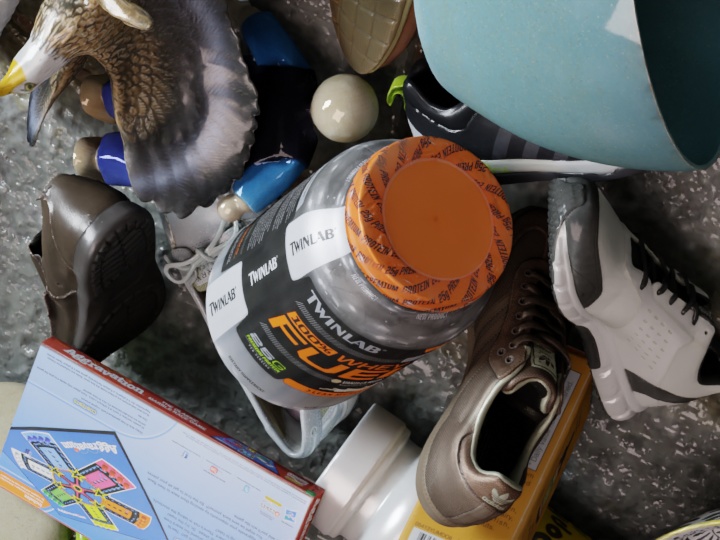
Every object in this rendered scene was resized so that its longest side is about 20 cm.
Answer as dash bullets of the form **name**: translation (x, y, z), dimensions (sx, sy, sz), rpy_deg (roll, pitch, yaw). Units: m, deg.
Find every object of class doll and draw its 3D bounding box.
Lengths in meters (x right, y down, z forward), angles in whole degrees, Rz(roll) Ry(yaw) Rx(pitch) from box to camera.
- **doll**: translation (-0.078, -0.095, 1.634), dimensions (0.199, 0.048, 0.138), rpy_deg (-1, 79, 34)

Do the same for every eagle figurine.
- **eagle figurine**: translation (-0.146, -0.136, 1.560), dimensions (0.150, 0.153, 0.200), rpy_deg (-14, 152, 7)

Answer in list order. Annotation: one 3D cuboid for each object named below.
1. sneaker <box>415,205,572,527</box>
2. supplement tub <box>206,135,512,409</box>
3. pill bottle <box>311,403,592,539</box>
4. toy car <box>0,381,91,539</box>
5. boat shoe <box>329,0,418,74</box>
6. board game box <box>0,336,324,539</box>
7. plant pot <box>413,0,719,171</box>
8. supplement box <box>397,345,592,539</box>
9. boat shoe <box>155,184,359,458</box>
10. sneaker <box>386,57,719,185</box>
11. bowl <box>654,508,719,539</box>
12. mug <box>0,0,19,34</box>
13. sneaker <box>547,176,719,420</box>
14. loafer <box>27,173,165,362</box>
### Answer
- **sneaker**: translation (0.096, 0.053, 1.571), dimensions (0.070, 0.201, 0.075), rpy_deg (29, 157, -26)
- **supplement tub**: translation (0.000, 0.000, 1.585), dimensions (0.123, 0.123, 0.200), rpy_deg (47, 150, -5)
- **pill bottle**: translation (0.064, 0.175, 1.701), dimensions (0.200, 0.113, 0.113), rpy_deg (37, 127, 3)
- **toy car**: translation (-0.230, 0.187, 1.839), dimensions (0.163, 0.159, 0.201), rpy_deg (-2, 142, -1)
- **boat shoe**: translation (0.035, -0.182, 1.535), dimensions (0.072, 0.067, 0.201), rpy_deg (61, 150, 26)
- **board game box**: translation (-0.127, 0.132, 1.699), dimensions (0.199, 0.019, 0.103), rpy_deg (29, 110, 15)
- **plant pot**: translation (0.105, -0.145, 1.436), dimensions (0.134, 0.200, 0.201), rpy_deg (-6, 115, 22)
- **supplement box**: translation (0.073, 0.134, 1.617), dimensions (0.068, 0.201, 0.067), rpy_deg (24, 153, 12)
- **boat shoe**: translation (-0.069, 0.018, 1.705), dimensions (0.074, 0.065, 0.203), rpy_deg (-16, 108, 31)
- **sneaker**: translation (0.104, -0.097, 1.543), dimensions (0.199, 0.072, 0.083), rpy_deg (-10, 126, 30)
- **bowl**: translation (0.240, 0.207, 1.637), dimensions (0.199, 0.094, 0.202), rpy_deg (7, 120, 12)
- **mug**: translation (-0.261, -0.188, 1.600), dimensions (0.147, 0.200, 0.176), rpy_deg (33, 119, -11)
- **sneaker**: translation (0.157, 0.010, 1.567), dimensions (0.079, 0.074, 0.200), rpy_deg (-7, 145, 18)
- **loafer**: translation (-0.166, -0.004, 1.715), dimensions (0.071, 0.073, 0.200), rpy_deg (46, 155, 16)
